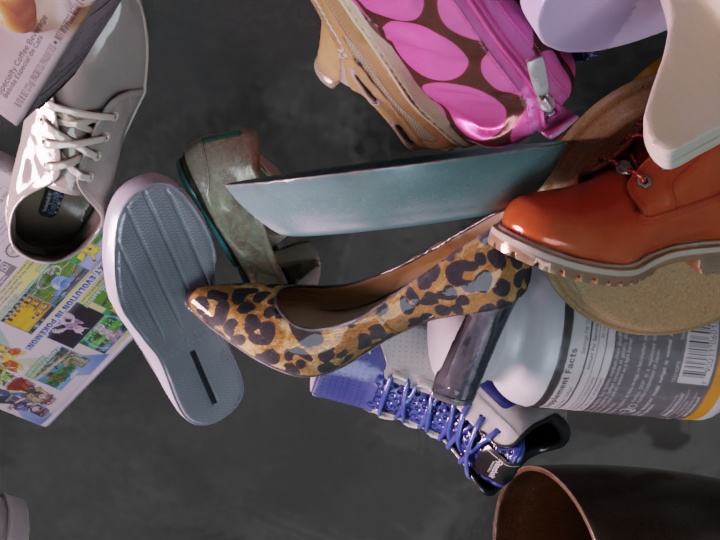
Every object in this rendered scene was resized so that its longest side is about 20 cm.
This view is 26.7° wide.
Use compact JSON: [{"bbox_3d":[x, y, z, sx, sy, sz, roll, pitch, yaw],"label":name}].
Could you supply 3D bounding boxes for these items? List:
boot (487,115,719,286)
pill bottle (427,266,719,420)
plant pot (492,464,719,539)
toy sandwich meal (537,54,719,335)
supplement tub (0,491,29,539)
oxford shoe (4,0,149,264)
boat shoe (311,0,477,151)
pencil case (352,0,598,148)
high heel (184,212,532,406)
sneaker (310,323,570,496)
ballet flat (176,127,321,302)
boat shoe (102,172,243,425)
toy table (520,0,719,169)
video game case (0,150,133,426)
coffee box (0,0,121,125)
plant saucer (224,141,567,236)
[{"bbox_3d":[0.156,-0.051,0.854,0.200,0.075,0.107,-9,118,-36],"label":"boot"},{"bbox_3d":[0.154,0.039,1.042,0.200,0.116,0.116,6,133,-13],"label":"pill bottle"},{"bbox_3d":[0.238,0.234,1.222,0.200,0.187,0.187,-7,137,-22],"label":"plant pot"},{"bbox_3d":[0.201,-0.053,0.962,0.205,0.070,0.205,-4,118,-8],"label":"toy sandwich meal"},{"bbox_3d":[-0.360,0.204,1.114,0.200,0.140,0.140,19,129,-24],"label":"supplement tub"},{"bbox_3d":[-0.170,-0.085,0.904,0.075,0.058,0.200,11,120,-17],"label":"oxford shoe"},{"bbox_3d":[0.003,-0.132,0.892,0.076,0.072,0.200,-16,135,28],"label":"boat shoe"},{"bbox_3d":[0.042,-0.145,0.785,0.091,0.094,0.200,-41,136,9],"label":"pencil case"},{"bbox_3d":[0.000,0.000,0.933,0.200,0.071,0.143,14,123,-6],"label":"high heel"},{"bbox_3d":[0.070,0.095,1.086,0.199,0.115,0.081,8,132,-15],"label":"sneaker"},{"bbox_3d":[-0.057,-0.012,1.000,0.062,0.067,0.200,-23,134,1],"label":"ballet flat"},{"bbox_3d":[-0.131,0.015,0.982,0.074,0.067,0.200,-24,130,-20],"label":"boat shoe"},{"bbox_3d":[0.195,-0.135,0.740,0.200,0.117,0.184,-33,153,8],"label":"toy table"},{"bbox_3d":[-0.238,0.015,1.030,0.182,0.022,0.200,28,124,-30],"label":"video game case"},{"bbox_3d":[-0.163,-0.189,0.776,0.114,0.080,0.200,37,123,-7],"label":"coffee box"},{"bbox_3d":[0.023,-0.046,0.884,0.200,0.200,0.036,-8,96,0],"label":"plant saucer"}]
